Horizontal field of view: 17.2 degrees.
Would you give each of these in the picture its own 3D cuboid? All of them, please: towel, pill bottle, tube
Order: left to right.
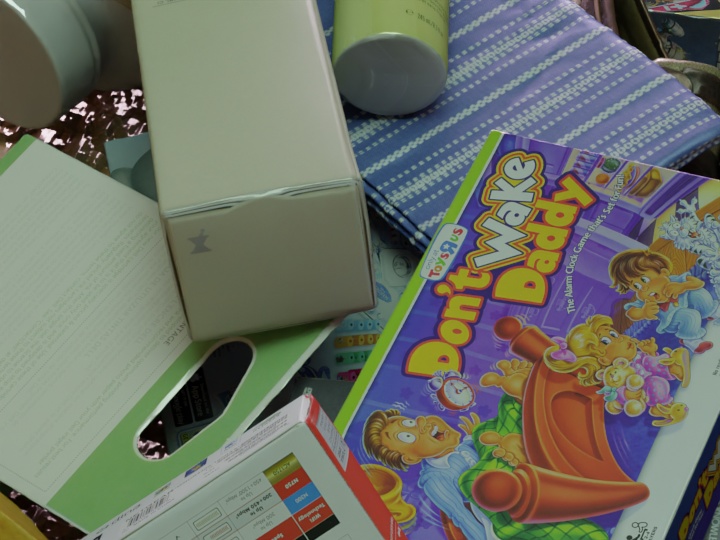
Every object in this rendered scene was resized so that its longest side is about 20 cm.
[{"bbox_3d":[-0.111,-0.157,1.158,0.111,0.111,0.200,30,53,21],"label":"pill bottle"},{"bbox_3d":[0.015,-0.159,1.084,0.052,0.058,0.200,-2,49,6],"label":"tube"},{"bbox_3d":[0.047,-0.075,1.058,0.145,0.024,0.200,-33,51,-17],"label":"towel"}]

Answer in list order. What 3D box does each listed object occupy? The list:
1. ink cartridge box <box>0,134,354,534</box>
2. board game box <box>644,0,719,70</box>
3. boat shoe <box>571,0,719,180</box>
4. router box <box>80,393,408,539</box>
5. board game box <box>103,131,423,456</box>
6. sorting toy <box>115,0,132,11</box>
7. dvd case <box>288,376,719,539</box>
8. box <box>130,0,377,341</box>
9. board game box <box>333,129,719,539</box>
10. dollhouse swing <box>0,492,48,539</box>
[{"bbox_3d":[-0.113,0.036,0.987,0.200,0.048,0.146,27,64,32],"label":"ink cartridge box"},{"bbox_3d":[0.153,-0.155,1.211,0.199,0.035,0.136,8,41,6],"label":"board game box"},{"bbox_3d":[0.134,-0.067,1.071,0.072,0.072,0.200,30,26,-37],"label":"boat shoe"},{"bbox_3d":[-0.051,0.171,0.796,0.200,0.049,0.180,-33,96,4],"label":"router box"},{"bbox_3d":[0.000,0.000,1.051,0.198,0.043,0.200,-15,51,-1],"label":"board game box"},{"bbox_3d":[-0.038,-0.191,1.133,0.036,0.185,0.201,2,69,50],"label":"sorting toy"},{"bbox_3d":[0.053,0.111,0.876,0.199,0.016,0.149,4,55,17],"label":"dvd case"},{"bbox_3d":[-0.048,-0.063,0.984,0.082,0.069,0.200,-10,39,-1],"label":"box"},{"bbox_3d":[0.073,0.047,0.880,0.134,0.045,0.200,14,56,24],"label":"board game box"},{"bbox_3d":[-0.236,0.131,0.896,0.182,0.176,0.200,40,84,-9],"label":"dollhouse swing"}]
